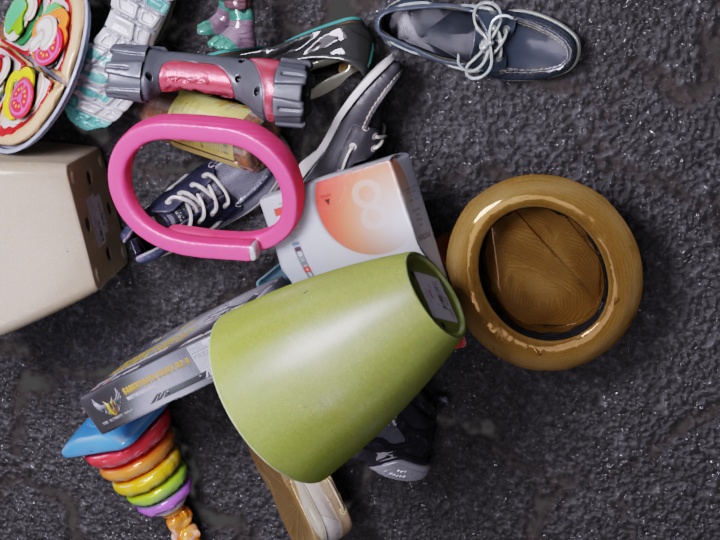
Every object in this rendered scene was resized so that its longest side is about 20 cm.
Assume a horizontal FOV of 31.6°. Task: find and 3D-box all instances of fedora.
[{"bbox_3d":[0.181,-0.003,1.261,0.200,0.082,0.201,2,105,6],"label":"fedora"}]

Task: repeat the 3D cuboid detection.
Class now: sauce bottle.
[{"bbox_3d":[-0.178,-0.157,1.318,0.200,0.066,0.066,21,111,25],"label":"sauce bottle"}]

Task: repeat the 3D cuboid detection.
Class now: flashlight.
[{"bbox_3d":[-0.147,-0.179,1.234,0.199,0.068,0.068,5,100,5],"label":"flashlight"}]

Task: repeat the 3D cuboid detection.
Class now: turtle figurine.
[{"bbox_3d":[-0.128,-0.324,1.240,0.100,0.150,0.200,2,113,-2],"label":"turtle figurine"}]

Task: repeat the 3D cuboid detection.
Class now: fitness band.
[{"bbox_3d":[-0.153,-0.082,1.249,0.199,0.037,0.144,5,120,16],"label":"fitness band"}]

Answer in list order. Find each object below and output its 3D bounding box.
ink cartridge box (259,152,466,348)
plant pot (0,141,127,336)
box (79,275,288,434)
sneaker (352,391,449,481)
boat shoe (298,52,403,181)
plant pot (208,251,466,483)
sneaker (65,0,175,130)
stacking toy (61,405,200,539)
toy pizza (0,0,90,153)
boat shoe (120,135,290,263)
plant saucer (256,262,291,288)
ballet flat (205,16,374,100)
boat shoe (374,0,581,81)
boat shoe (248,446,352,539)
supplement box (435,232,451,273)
[{"bbox_3d":[0.000,0.000,1.259,0.162,0.050,0.200,-14,94,32],"label":"ink cartridge box"},{"bbox_3d":[-0.362,-0.043,1.365,0.177,0.200,0.200,-10,103,6],"label":"plant pot"},{"bbox_3d":[-0.177,0.088,1.346,0.200,0.158,0.048,-25,100,28],"label":"box"},{"bbox_3d":[-0.003,0.147,1.351,0.200,0.075,0.114,18,103,-18],"label":"sneaker"},{"bbox_3d":[-0.008,-0.129,1.289,0.060,0.074,0.200,39,115,2],"label":"boat shoe"},{"bbox_3d":[-0.007,0.071,1.197,0.200,0.187,0.187,-34,94,23],"label":"plant pot"},{"bbox_3d":[-0.238,-0.235,1.314,0.077,0.091,0.200,31,104,-4],"label":"sneaker"},{"bbox_3d":[-0.235,0.241,1.458,0.116,0.110,0.200,-14,113,35],"label":"stacking toy"},{"bbox_3d":[-0.346,-0.219,1.318,0.200,0.032,0.201,-21,60,41],"label":"toy pizza"},{"bbox_3d":[-0.163,-0.072,1.340,0.200,0.093,0.075,-36,94,22],"label":"boat shoe"},{"bbox_3d":[-0.019,-0.018,1.355,0.200,0.019,0.070,-38,92,22],"label":"plant saucer"},{"bbox_3d":[-0.081,-0.201,1.286,0.200,0.068,0.069,-12,76,20],"label":"ballet flat"},{"bbox_3d":[0.112,-0.225,1.231,0.200,0.062,0.075,17,108,10],"label":"boat shoe"},{"bbox_3d":[-0.069,0.210,1.408,0.074,0.069,0.200,-40,69,53],"label":"boat shoe"},{"bbox_3d":[0.025,0.042,1.334,0.200,0.069,0.067,-34,92,25],"label":"supplement box"}]
